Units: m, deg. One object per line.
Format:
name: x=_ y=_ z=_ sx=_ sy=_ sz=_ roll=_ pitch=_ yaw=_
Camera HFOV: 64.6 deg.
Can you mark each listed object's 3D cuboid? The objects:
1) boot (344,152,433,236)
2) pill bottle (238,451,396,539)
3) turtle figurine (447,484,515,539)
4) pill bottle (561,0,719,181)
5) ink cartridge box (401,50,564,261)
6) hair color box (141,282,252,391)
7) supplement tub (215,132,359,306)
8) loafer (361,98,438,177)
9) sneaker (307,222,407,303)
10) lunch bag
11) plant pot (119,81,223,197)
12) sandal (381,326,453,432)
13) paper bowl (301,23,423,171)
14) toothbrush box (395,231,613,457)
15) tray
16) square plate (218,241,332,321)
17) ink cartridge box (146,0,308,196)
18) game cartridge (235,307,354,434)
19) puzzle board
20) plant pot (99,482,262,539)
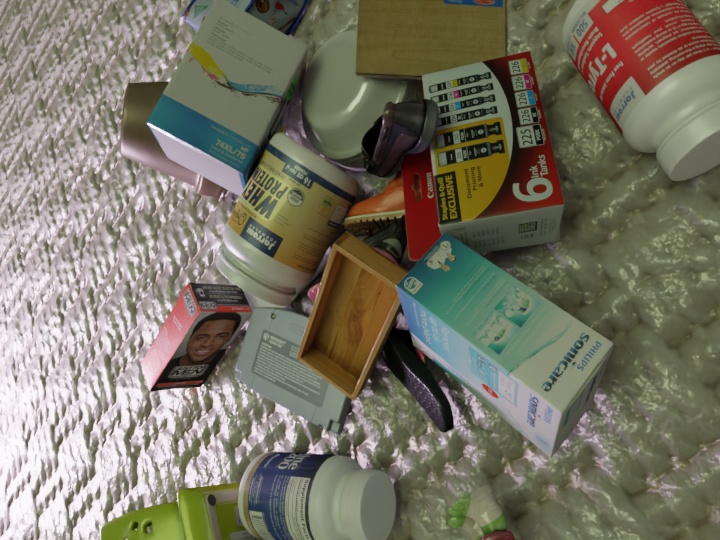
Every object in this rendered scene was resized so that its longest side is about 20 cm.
boot: x=0.065 y=-0.106 z=0.760 sx=0.195 sy=0.075 sz=0.110 roll=-13 pitch=70 yaw=26
pill bottle: x=-0.056 y=0.297 z=0.738 sx=0.196 sy=0.110 sz=0.114 roll=-10 pitch=74 yaw=35
turtle figurine: x=0.134 y=0.338 z=0.565 sx=0.200 sy=0.143 sz=0.196 roll=-44 pitch=54 yaw=17
pill bottle: x=0.296 y=-0.196 z=0.571 sx=0.111 sy=0.111 sz=0.204 roll=-34 pitch=62 yaw=26
ink cartridge box: x=0.125 y=-0.127 z=0.652 sx=0.170 sy=0.084 sz=0.205 roll=-9 pitch=64 yaw=12
hair color box: x=-0.270 y=0.111 z=0.930 sx=0.201 sy=0.100 sz=0.062 roll=-52 pitch=55 yaw=28
supplement tub: x=-0.104 y=-0.069 z=0.797 sx=0.143 sy=0.143 sz=0.203 roll=35 pitch=99 yaw=36
loafer: x=0.029 y=-0.162 z=0.681 sx=0.200 sy=0.061 sz=0.074 roll=171 pitch=107 yaw=-74
sneaker: x=0.000 y=0.000 z=0.764 sx=0.199 sy=0.078 sz=0.097 roll=-32 pitch=27 yaw=51
lunch bag: x=-0.194 y=-0.473 z=1.003 sx=0.201 sy=0.124 sz=0.170 roll=-49 pitch=56 yaw=2
plant pot: x=-0.308 y=-0.239 z=0.957 sx=0.199 sy=0.170 sz=0.207 roll=-172 pitch=90 yaw=-68
sandal: x=0.068 y=0.115 z=0.712 sx=0.044 sy=0.076 sz=0.201 roll=-25 pitch=43 yaw=-15
paper bowl: x=-0.008 y=-0.256 z=0.823 sx=0.197 sy=0.103 sz=0.207 roll=-8 pitch=76 yaw=37
toothbrush box: x=0.142 y=0.077 z=0.588 sx=0.199 sy=0.147 sz=0.085 roll=37 pitch=73 yaw=29
tray: x=-0.011 y=0.062 z=0.699 sx=0.097 sy=0.037 sz=0.203 roll=32 pitch=131 yaw=13
square plate: x=-0.137 y=-0.029 z=0.920 sx=0.200 sy=0.028 sz=0.200 roll=-45 pitch=58 yaw=22
ink cartridge box: x=-0.182 y=-0.239 z=0.819 sx=0.143 sy=0.147 sz=0.204 roll=26 pitch=81 yaw=-4
game cartridge: x=-0.089 y=0.132 z=0.828 sx=0.196 sy=0.040 sz=0.137 roll=20 pitch=96 yaw=28
puzzle board: x=0.093 y=-0.321 z=0.749 sx=0.194 sy=0.017 sz=0.155 roll=3 pitch=78 yaw=0
plant pot: x=-0.213 y=0.409 z=0.788 sx=0.179 sy=0.199 sz=0.203 roll=-33 pitch=62 yaw=18
